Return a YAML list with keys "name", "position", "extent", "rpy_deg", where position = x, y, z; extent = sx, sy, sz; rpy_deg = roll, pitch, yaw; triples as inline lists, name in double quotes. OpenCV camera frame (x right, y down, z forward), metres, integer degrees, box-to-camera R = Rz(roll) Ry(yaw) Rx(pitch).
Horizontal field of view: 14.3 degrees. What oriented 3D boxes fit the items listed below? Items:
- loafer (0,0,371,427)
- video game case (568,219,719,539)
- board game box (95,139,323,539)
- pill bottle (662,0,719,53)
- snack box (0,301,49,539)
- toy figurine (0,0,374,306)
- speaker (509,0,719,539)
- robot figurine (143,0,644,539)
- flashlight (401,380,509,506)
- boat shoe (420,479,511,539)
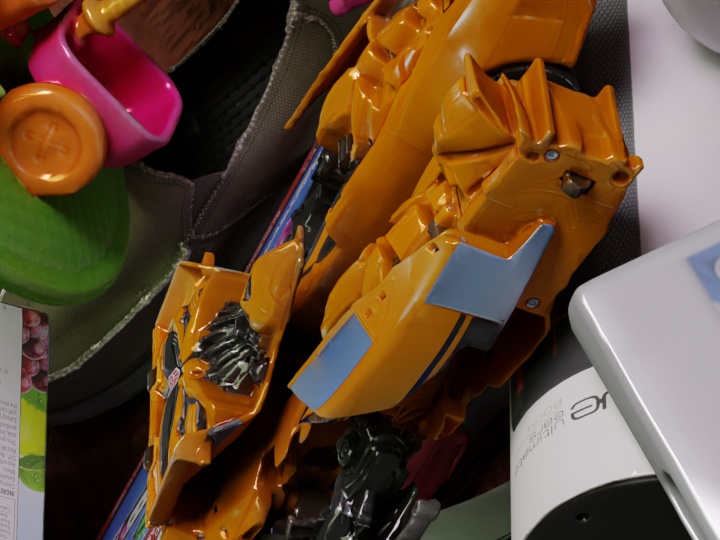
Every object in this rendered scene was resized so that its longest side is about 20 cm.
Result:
- name: "loafer"
  position: [-0.066, -0.031, 0.936]
  extent: [0.200, 0.070, 0.075]
  rpy_deg: [-46, 50, 14]
- name: "video game case"
  position: [0.175, 0.039, 0.628]
  extent: [0.199, 0.022, 0.183]
  rpy_deg: [-25, 66, -9]
- name: "board game box"
  position: [-0.040, 0.050, 0.870]
  extent: [0.201, 0.019, 0.103]
  rpy_deg: [-61, 18, 9]
- name: "pill bottle"
  position: [0.112, -0.163, 0.745]
  extent: [0.113, 0.113, 0.201]
  rpy_deg: [-28, 54, 27]
- name: "snack box"
  position: [-0.158, 0.129, 0.889]
  extent: [0.169, 0.067, 0.201]
  rpy_deg: [-49, 36, 45]
- name: "toy figurine"
  position: [-0.060, -0.117, 0.800]
  extent: [0.184, 0.200, 0.150]
  rpy_deg: [-31, 19, 20]
- name: "speaker"
  position: [0.077, 0.000, 0.735]
  extent: [0.081, 0.081, 0.201]
  rpy_deg: [-26, 42, 28]
- name: "robot figurine"
  position: [0.000, 0.000, 0.728]
  extent: [0.200, 0.058, 0.145]
  rpy_deg: [-53, 26, 37]
- name: "flashlight"
  position: [0.010, 0.064, 0.838]
  extent: [0.068, 0.068, 0.201]
  rpy_deg: [31, 93, 22]
- name: "boat shoe"
  position: [0.038, 0.101, 0.781]
  extent: [0.199, 0.064, 0.071]
  rpy_deg: [-25, 44, 15]
